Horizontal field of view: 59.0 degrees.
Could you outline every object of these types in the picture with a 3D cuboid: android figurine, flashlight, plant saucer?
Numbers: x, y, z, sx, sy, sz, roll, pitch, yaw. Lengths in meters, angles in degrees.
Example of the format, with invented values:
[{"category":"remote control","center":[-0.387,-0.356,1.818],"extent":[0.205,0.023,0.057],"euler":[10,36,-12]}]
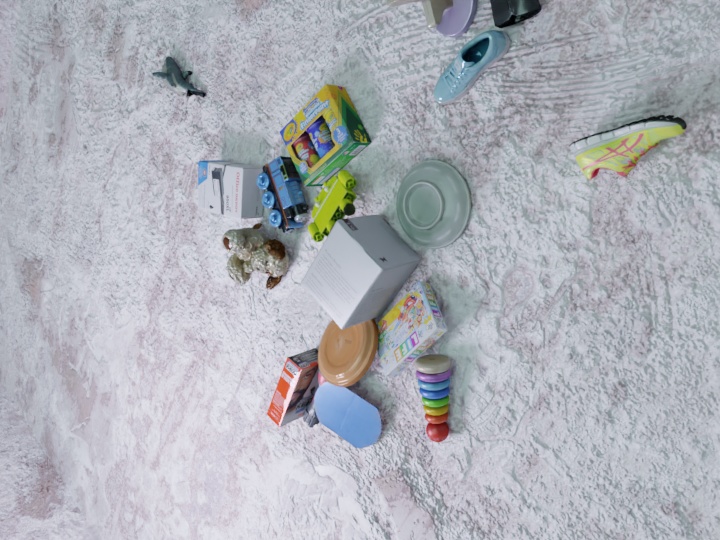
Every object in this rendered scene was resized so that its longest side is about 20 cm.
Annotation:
[{"category":"android figurine","center":[-0.070,-0.159,1.560],"extent":[0.183,0.041,0.200],"euler":[-57,30,16]},{"category":"flashlight","center":[-0.105,0.324,1.710],"extent":[0.068,0.068,0.201],"euler":[39,124,25]},{"category":"plant saucer","center":[0.151,-0.147,1.429],"extent":[0.199,0.050,0.202],"euler":[8,102,39]},{"category":"plant saucer","center":[-0.038,0.188,1.587],"extent":[0.200,0.032,0.201],"euler":[-24,54,37]}]

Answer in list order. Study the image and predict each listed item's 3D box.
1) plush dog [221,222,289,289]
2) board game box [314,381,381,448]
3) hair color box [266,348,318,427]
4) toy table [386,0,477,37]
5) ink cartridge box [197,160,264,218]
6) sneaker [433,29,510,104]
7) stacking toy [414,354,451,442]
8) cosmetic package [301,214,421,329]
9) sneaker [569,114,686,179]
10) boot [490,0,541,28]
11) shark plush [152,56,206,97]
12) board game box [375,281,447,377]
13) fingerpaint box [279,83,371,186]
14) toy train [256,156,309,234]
[{"category":"plush dog","center":[-0.271,-0.044,1.761],"extent":[0.171,0.161,0.201],"euler":[30,144,17]},{"category":"board game box","center":[-0.027,0.366,1.650],"extent":[0.199,0.039,0.159],"euler":[31,124,16]},{"category":"hair color box","center":[-0.171,0.318,1.729],"extent":[0.064,0.111,0.201],"euler":[35,118,29]},{"category":"toy table","center":[0.154,-0.590,1.314],"extent":[0.183,0.117,0.201],"euler":[-29,79,39]},{"category":"ink cartridge box","center":[-0.374,-0.235,1.827],"extent":[0.199,0.084,0.146],"euler":[14,106,37]},{"category":"sneaker","center":[0.211,-0.424,1.314],"extent":[0.200,0.082,0.074],"euler":[-42,70,36]},{"category":"stacking toy","center":[0.170,0.300,1.467],"extent":[0.085,0.085,0.201],"euler":[6,104,39]},{"category":"cosmetic package","center":[0.000,0.000,1.500],"extent":[0.165,0.165,0.200],"euler":[47,123,21]},{"category":"sneaker","center":[0.481,-0.217,1.137],"extent":[0.199,0.078,0.091],"euler":[-12,97,46]},{"category":"boot","center":[0.310,-0.589,1.216],"extent":[0.164,0.065,0.201],"euler":[-13,86,49]},{"category":"shark plush","center":[-0.547,-0.582,1.933],"extent":[0.200,0.091,0.083],"euler":[35,87,35]},{"category":"board game box","center":[0.110,0.139,1.485],"extent":[0.200,0.034,0.135],"euler":[-49,43,33]},{"category":"fingerpaint box","center":[-0.092,-0.332,1.585],"extent":[0.200,0.073,0.168],"euler":[-34,75,38]},{"category":"toy train","center":[-0.201,-0.202,1.692],"extent":[0.114,0.087,0.201],"euler":[-24,81,33]}]
